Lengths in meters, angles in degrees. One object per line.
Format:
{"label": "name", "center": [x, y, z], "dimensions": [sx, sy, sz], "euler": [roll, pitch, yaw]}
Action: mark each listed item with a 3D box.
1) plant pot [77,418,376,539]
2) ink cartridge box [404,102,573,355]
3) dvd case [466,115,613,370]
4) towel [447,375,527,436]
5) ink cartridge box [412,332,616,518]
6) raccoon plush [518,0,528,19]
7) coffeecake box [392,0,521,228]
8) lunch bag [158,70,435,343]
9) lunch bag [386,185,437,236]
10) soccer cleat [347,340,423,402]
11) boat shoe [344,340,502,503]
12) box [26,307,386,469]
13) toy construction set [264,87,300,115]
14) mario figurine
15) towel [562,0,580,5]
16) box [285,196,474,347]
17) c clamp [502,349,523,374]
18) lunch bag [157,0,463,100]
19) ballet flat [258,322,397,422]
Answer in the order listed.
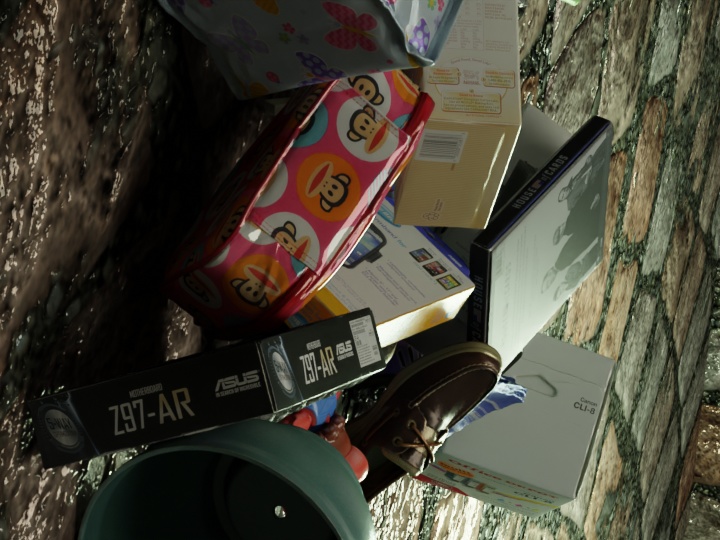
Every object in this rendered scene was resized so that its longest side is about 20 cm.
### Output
{"label": "plant pot", "center": [-0.071, 0.182, 1.262], "dimensions": [0.134, 0.198, 0.202], "euler": [-46, 144, -63]}
{"label": "ink cartridge box", "center": [0.102, -0.034, 1.657], "dimensions": [0.201, 0.083, 0.147], "euler": [-58, -168, -18]}
{"label": "dvd case", "center": [0.148, -0.016, 1.561], "dimensions": [0.200, 0.025, 0.151], "euler": [-43, 145, -39]}
{"label": "towel", "center": [0.047, 0.146, 1.641], "dimensions": [0.024, 0.199, 0.145], "euler": [61, 10, 13]}
{"label": "ink cartridge box", "center": [0.147, 0.147, 1.870], "dimensions": [0.200, 0.144, 0.146], "euler": [115, -6, -75]}
{"label": "raccoon plush", "center": [0.108, -0.302, 1.657], "dimensions": [0.201, 0.096, 0.135], "euler": [80, 21, -48]}
{"label": "coffeecake box", "center": [0.067, -0.155, 1.368], "dimensions": [0.154, 0.072, 0.202], "euler": [103, -11, -63]}
{"label": "lunch bag", "center": [-0.050, -0.048, 1.254], "dimensions": [0.201, 0.082, 0.176], "euler": [-55, -165, -21]}
{"label": "lunch bag", "center": [0.031, -0.117, 1.547], "dimensions": [0.201, 0.082, 0.162], "euler": [80, 28, -51]}
{"label": "soccer cleat", "center": [0.033, 0.080, 1.733], "dimensions": [0.200, 0.067, 0.074], "euler": [3, 79, -70]}
{"label": "boat shoe", "center": [0.038, 0.135, 1.516], "dimensions": [0.072, 0.199, 0.072], "euler": [38, 24, -41]}
{"label": "box", "center": [-0.090, 0.072, 1.186], "dimensions": [0.200, 0.159, 0.044], "euler": [-13, 88, -69]}
{"label": "toy construction set", "center": [-0.008, -0.189, 1.371], "dimensions": [0.131, 0.091, 0.202], "euler": [-100, -156, -72]}
{"label": "mario figurine", "center": [-0.062, 0.100, 1.468], "dimensions": [0.122, 0.106, 0.202], "euler": [-15, 110, -29]}
{"label": "towel", "center": [0.120, -0.300, 1.603], "dimensions": [0.200, 0.030, 0.151], "euler": [4, 65, -64]}
{"label": "box", "center": [0.000, 0.000, 1.414], "dimensions": [0.199, 0.119, 0.042], "euler": [-16, 146, -57]}
{"label": "c clamp", "center": [0.059, 0.111, 1.661], "dimensions": [0.170, 0.027, 0.200], "euler": [-22, 163, -29]}
{"label": "lunch bag", "center": [-0.012, -0.223, 1.194], "dimensions": [0.127, 0.168, 0.201], "euler": [51, 52, -34]}
{"label": "ballet flat", "center": [-0.057, 0.078, 1.376], "dimensions": [0.199, 0.067, 0.057], "euler": [-23, 153, -32]}
